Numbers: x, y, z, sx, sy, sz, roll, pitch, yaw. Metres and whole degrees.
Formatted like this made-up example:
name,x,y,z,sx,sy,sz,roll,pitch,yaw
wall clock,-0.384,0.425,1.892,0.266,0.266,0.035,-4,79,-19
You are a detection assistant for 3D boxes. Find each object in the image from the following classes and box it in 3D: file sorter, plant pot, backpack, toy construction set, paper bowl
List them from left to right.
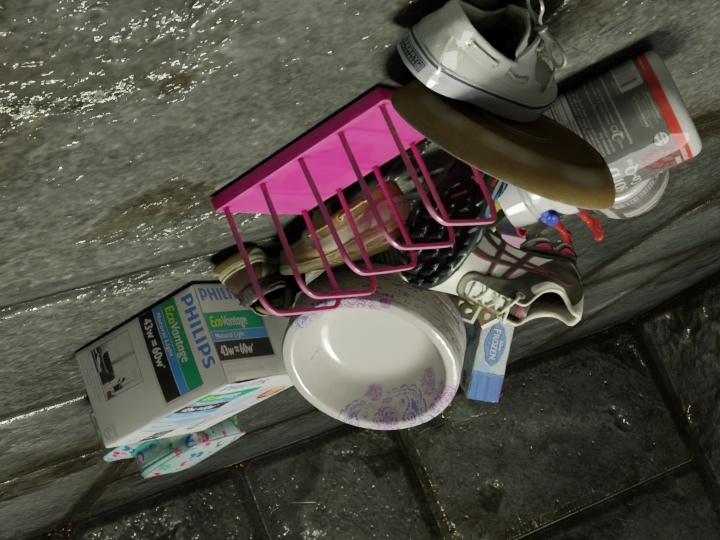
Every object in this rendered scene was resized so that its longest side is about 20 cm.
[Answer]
name,x,y,z,sx,sy,sz,roll,pitch,yaw
backpack,-0.273,0.209,1.645,0.200,0.151,0.177,-23,170,24
file sorter,-0.001,-0.054,1.042,0.200,0.126,0.139,-30,166,29
paper bowl,0.019,0.075,1.304,0.200,0.201,0.104,-31,-154,34
toy construction set,0.119,-0.035,1.274,0.092,0.131,0.200,-32,138,-14
plant pot,0.120,-0.110,0.937,0.200,0.200,0.028,-6,126,-53

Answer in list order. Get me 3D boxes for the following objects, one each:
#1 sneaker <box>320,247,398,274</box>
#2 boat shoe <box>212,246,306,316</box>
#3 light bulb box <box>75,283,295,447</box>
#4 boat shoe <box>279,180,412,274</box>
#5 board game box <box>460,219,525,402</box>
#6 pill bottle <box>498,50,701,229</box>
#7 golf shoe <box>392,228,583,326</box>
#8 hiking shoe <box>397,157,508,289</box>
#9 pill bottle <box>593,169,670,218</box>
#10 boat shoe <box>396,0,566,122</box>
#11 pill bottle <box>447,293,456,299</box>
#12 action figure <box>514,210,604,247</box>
name,x,y,z,sx,sy,sz,roll,pitch,yaw
sneaker,0.000,0.000,1.372,0.200,0.074,0.082,-39,-163,38
boat shoe,-0.105,0.021,1.308,0.072,0.066,0.201,-28,168,10
light bulb box,-0.193,0.110,1.397,0.200,0.125,0.198,-28,167,27
boat shoe,-0.017,-0.042,1.201,0.074,0.067,0.200,-13,176,-45
board game box,0.157,0.040,1.442,0.043,0.200,0.200,9,-170,-4
pill bottle,0.228,-0.126,1.169,0.200,0.116,0.116,-26,167,15
golf shoe,0.134,0.007,1.170,0.199,0.088,0.077,3,139,-15
hiking shoe,0.108,-0.069,1.110,0.200,0.074,0.087,-62,156,13
pill bottle,0.291,-0.119,1.320,0.114,0.114,0.200,-26,168,17
boat shoe,0.115,-0.174,0.894,0.086,0.075,0.202,-41,154,28
pill bottle,0.048,0.044,1.579,0.200,0.111,0.111,-20,167,-15
action figure,0.210,-0.065,1.312,0.065,0.099,0.200,-28,135,26
